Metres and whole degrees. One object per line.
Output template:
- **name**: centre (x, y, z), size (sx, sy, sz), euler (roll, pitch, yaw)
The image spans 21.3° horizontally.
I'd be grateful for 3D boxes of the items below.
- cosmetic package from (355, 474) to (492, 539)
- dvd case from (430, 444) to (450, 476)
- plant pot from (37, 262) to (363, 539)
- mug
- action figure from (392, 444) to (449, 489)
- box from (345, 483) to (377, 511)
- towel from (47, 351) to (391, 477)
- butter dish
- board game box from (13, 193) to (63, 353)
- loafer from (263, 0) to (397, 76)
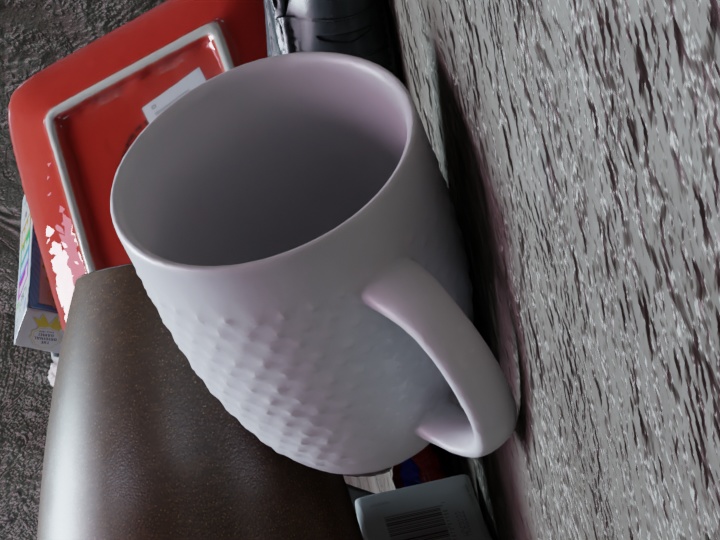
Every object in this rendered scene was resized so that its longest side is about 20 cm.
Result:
- **cosmetic package**: centre (0.052, 0.232, 1.115), size (0.101, 0.071, 0.200), euler (-110, 9, -59)
- **dvd case**: centre (0.056, 0.190, 1.294), size (0.150, 0.025, 0.200), euler (86, 171, -64)
- **plant pot**: centre (-0.095, 0.097, 1.029), size (0.187, 0.186, 0.201), euler (115, 146, -84)
- **mug**: centre (-0.003, 0.019, 0.897), size (0.200, 0.148, 0.176), euler (31, 154, 43)
- **action figure**: centre (0.027, 0.082, 1.193), size (0.065, 0.052, 0.200), euler (-143, 40, -73)
- **box**: centre (-0.094, 0.172, 1.211), size (0.097, 0.200, 0.125), euler (25, -99, -50)
- **towel**: centre (-0.095, 0.087, 1.215), size (0.200, 0.191, 0.032), euler (-162, 86, -72)
- **butter dish**: centre (-0.088, -0.051, 1.168), size (0.148, 0.199, 0.200), euler (24, -136, -62)
- **board game box**: centre (-0.120, 0.009, 1.233), size (0.135, 0.200, 0.034), euler (-97, 26, -47)
- **loafer**: centre (-0.020, -0.139, 1.047), size (0.070, 0.068, 0.201), euler (144, 112, -76)
